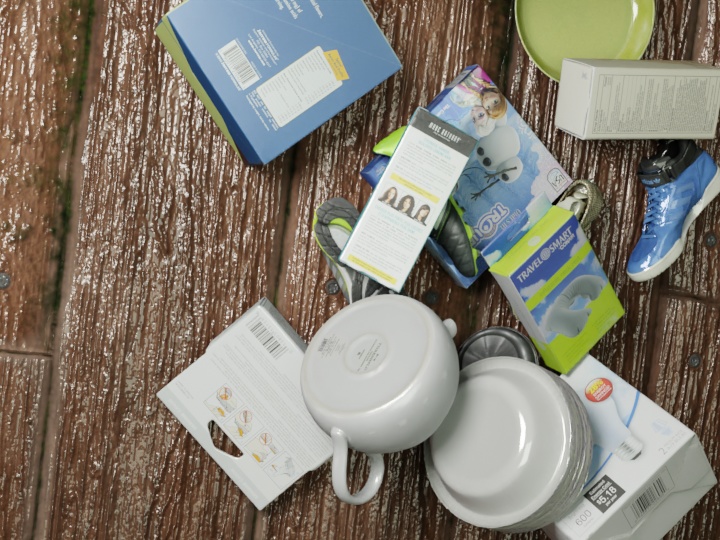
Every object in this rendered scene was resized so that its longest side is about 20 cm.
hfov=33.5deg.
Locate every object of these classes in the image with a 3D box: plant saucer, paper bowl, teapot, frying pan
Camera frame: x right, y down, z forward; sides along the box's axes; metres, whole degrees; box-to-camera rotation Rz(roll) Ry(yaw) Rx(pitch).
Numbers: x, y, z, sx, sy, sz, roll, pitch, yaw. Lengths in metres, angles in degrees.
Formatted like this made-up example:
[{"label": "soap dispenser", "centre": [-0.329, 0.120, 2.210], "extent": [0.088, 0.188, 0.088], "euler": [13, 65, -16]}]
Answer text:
[{"label": "plant saucer", "centre": [0.285, -0.336, 1.549], "extent": [0.198, 0.031, 0.202], "euler": [-2, 96, -17]}, {"label": "paper bowl", "centre": [0.162, 0.200, 1.402], "extent": [0.104, 0.200, 0.202], "euler": [24, 87, -50]}, {"label": "teapot", "centre": [0.033, 0.139, 1.380], "extent": [0.199, 0.198, 0.146], "euler": [-28, 133, 5]}, {"label": "frying pan", "centre": [0.146, 0.152, 1.514], "extent": [0.191, 0.115, 0.031], "euler": [-53, 147, -8]}]

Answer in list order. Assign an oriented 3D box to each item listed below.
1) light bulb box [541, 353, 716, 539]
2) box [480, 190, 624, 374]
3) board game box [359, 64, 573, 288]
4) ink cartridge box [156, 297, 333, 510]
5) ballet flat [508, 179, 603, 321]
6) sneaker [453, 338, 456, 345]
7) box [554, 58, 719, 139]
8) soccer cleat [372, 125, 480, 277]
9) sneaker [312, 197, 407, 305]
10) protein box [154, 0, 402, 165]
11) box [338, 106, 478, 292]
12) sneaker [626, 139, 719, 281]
[{"label": "light bulb box", "centre": [0.292, 0.245, 1.489], "extent": [0.198, 0.200, 0.125], "euler": [-42, 132, -9]}, {"label": "box", "centre": [0.242, 0.017, 1.488], "extent": [0.122, 0.048, 0.201], "euler": [-43, 122, -14]}, {"label": "board game box", "centre": [0.136, -0.118, 1.517], "extent": [0.200, 0.043, 0.199], "euler": [-45, 106, -8]}, {"label": "ink cartridge box", "centre": [-0.118, 0.164, 1.457], "extent": [0.173, 0.044, 0.200], "euler": [-39, 98, 12]}, {"label": "ballet flat", "centre": [0.239, -0.031, 1.531], "extent": [0.201, 0.068, 0.075], "euler": [-59, 150, 1]}, {"label": "sneaker", "centre": [0.028, 0.126, 1.489], "extent": [0.199, 0.075, 0.071], "euler": [-30, 102, -12]}, {"label": "box", "centre": [0.356, -0.219, 1.530], "extent": [0.198, 0.078, 0.096], "euler": [-1, 109, -21]}, {"label": "soccer cleat", "centre": [0.080, -0.077, 1.454], "extent": [0.081, 0.068, 0.201], "euler": [-26, 95, -1]}, {"label": "sneaker", "centre": [0.000, 0.000, 1.466], "extent": [0.073, 0.081, 0.201], "euler": [-25, 102, -6]}, {"label": "protein box", "centre": [-0.097, -0.259, 1.388], "extent": [0.199, 0.135, 0.199], "euler": [-36, 103, -10]}, {"label": "box", "centre": [0.054, -0.082, 1.395], "extent": [0.082, 0.049, 0.201], "euler": [28, 89, -4]}, {"label": "sneaker", "centre": [0.390, -0.090, 1.574], "extent": [0.111, 0.077, 0.200], "euler": [43, 78, -21]}]
